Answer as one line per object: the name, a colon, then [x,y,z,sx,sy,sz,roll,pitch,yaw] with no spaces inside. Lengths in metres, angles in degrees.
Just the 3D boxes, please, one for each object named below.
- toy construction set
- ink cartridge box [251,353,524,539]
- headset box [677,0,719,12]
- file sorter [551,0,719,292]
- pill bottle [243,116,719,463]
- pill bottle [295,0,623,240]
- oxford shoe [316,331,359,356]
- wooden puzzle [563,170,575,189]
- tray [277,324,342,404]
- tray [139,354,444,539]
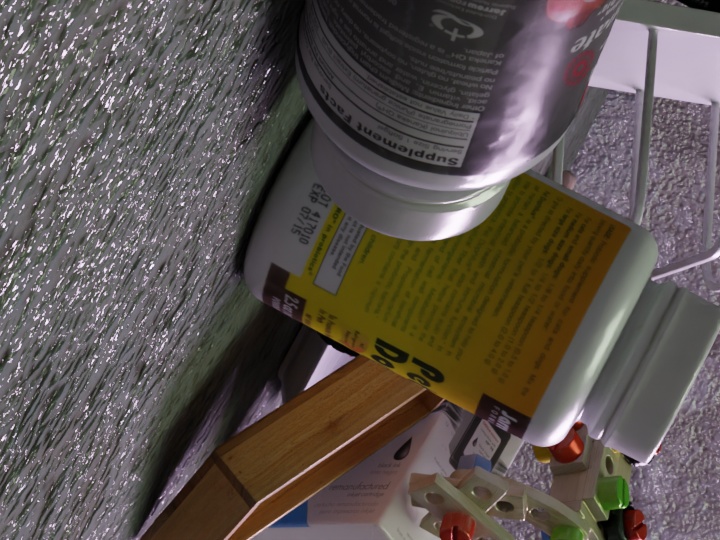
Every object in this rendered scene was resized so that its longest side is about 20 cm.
toy construction set: [0.108,0.083,1.211,0.131,0.092,0.200,57,50,-35]
ink cartridge box: [0.027,0.095,1.277,0.116,0.067,0.200,-8,-142,42]
headset box: [0.187,-0.235,1.150,0.200,0.174,0.093,-60,174,-7]
file sorter: [0.167,-0.060,1.158,0.139,0.200,0.125,156,-59,-72]
pill bottle: [0.056,0.006,0.988,0.109,0.200,0.109,-61,173,-13]
pill bottle: [0.036,-0.099,0.804,0.111,0.111,0.200,-58,172,-34]
oxford shoe: [0.028,-0.037,1.175,0.200,0.073,0.084,-66,177,35]
wooden puzzle: [0.201,-0.025,2.755,0.185,0.037,0.200,-61,178,-14]
tray: [0.000,0.000,1.313,0.200,0.022,0.107,-62,174,-7]
tray: [-0.015,0.080,1.120,0.200,0.037,0.099,-33,168,-41]
